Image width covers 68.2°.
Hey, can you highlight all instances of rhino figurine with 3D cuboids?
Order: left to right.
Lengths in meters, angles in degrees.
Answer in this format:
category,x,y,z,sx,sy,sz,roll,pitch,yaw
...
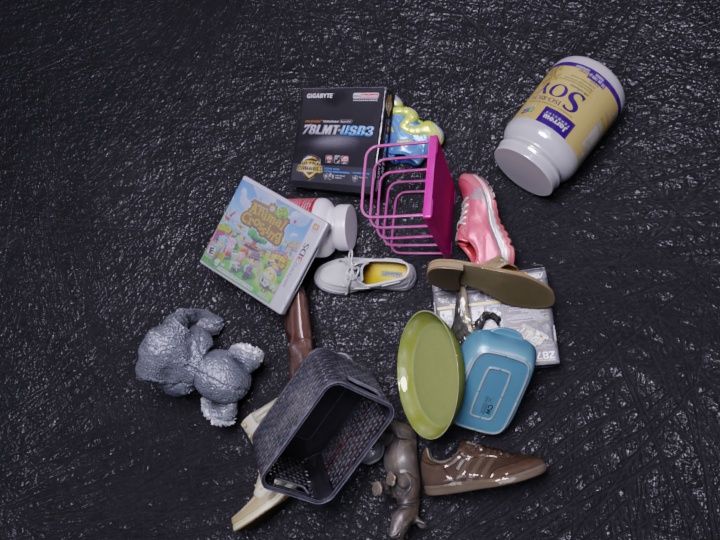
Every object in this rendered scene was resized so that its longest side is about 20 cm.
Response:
category,x,y,z,sx,sy,sz,roll,pitch,yaw
rhino figurine,0.064,0.339,0.853,0.059,0.087,0.204,-26,59,38

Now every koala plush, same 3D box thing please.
category,x,y,z,sx,sy,sz,roll,pitch,yaw
koala plush,-0.287,0.180,0.977,0.198,0.184,0.179,28,83,10

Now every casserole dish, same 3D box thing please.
category,x,y,z,sx,sy,sz,roll,pitch,yaw
casserole dish,0.200,0.182,0.831,0.119,0.039,0.203,15,117,1

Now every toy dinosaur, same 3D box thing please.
category,x,y,z,sx,sy,sz,roll,pitch,yaw
toy dinosaur,0.182,0.100,0.872,0.087,0.047,0.204,2,73,25

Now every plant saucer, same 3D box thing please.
category,x,y,z,sx,sy,sz,roll,pitch,yaw
plant saucer,0.116,0.167,0.864,0.031,0.200,0.204,3,70,-22

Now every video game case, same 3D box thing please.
category,x,y,z,sx,sy,sz,roll,pitch,yaw
video game case,-0.176,-0.049,0.969,0.198,0.022,0.184,29,92,18

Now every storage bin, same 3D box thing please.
category,x,y,z,sx,sy,sz,roll,pitch,yaw
storage bin,-0.060,0.238,0.814,0.201,0.134,0.094,-55,30,9

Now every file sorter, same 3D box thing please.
category,x,y,z,sx,sy,sz,roll,pitch,yaw
file sorter,0.088,-0.119,0.933,0.123,0.200,0.142,1,73,19

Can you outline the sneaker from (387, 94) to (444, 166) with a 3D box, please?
category,x,y,z,sx,sy,sz,roll,pitch,yaw
sneaker,0.063,-0.278,1.053,0.199,0.076,0.106,36,86,22

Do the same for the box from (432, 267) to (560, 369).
category,x,y,z,sx,sy,sz,roll,pitch,yaw
box,0.227,0.089,0.909,0.196,0.049,0.164,-8,70,14

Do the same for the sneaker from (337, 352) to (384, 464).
category,x,y,z,sx,sy,sz,roll,pitch,yaw
sneaker,-0.023,0.237,0.918,0.074,0.082,0.202,-28,68,6

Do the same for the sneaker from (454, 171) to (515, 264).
category,x,y,z,sx,sy,sz,roll,pitch,yaw
sneaker,0.202,-0.085,0.944,0.085,0.074,0.203,-15,69,-6

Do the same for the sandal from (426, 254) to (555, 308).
category,x,y,z,sx,sy,sz,roll,pitch,yaw
sandal,0.215,0.000,0.873,0.208,0.078,0.070,11,51,5

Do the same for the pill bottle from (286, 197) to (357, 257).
category,x,y,z,sx,sy,sz,roll,pitch,yaw
pill bottle,-0.110,-0.082,1.024,0.196,0.112,0.114,1,74,17

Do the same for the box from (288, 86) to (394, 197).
category,x,y,z,sx,sy,sz,roll,pitch,yaw
box,-0.039,-0.256,1.052,0.197,0.049,0.203,10,94,27

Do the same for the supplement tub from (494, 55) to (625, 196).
category,x,y,z,sx,sy,sz,roll,pitch,yaw
supplement tub,0.342,-0.248,0.925,0.145,0.145,0.201,37,86,23

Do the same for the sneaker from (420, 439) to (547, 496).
category,x,y,z,sx,sy,sz,roll,pitch,yaw
sneaker,0.190,0.304,0.843,0.196,0.070,0.077,-15,69,11

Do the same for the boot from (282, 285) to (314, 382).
category,x,y,z,sx,sy,sz,roll,pitch,yaw
boot,-0.100,0.109,0.941,0.063,0.186,0.204,3,69,-24

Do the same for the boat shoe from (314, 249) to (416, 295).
category,x,y,z,sx,sy,sz,roll,pitch,yaw
boat shoe,0.000,0.005,0.980,0.198,0.086,0.076,2,74,17

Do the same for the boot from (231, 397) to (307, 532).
category,x,y,z,sx,sy,sz,roll,pitch,yaw
boot,-0.171,0.337,0.937,0.199,0.072,0.155,-40,68,-6
